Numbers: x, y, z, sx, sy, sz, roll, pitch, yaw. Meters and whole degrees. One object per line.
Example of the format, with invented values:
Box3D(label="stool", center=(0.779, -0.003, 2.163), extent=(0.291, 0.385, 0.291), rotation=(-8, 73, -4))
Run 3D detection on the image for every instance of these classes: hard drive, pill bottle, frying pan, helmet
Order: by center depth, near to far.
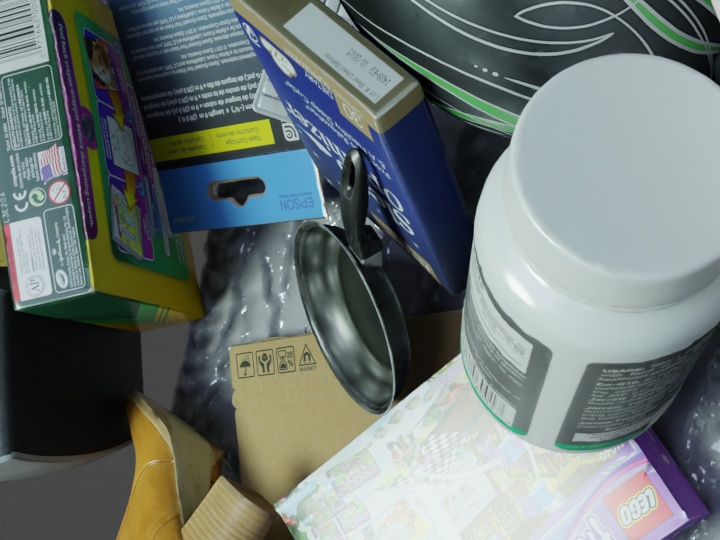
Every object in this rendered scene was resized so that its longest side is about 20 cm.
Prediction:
Box3D(label="pill bottle", center=(0.103, 0.000, 0.605), extent=(0.200, 0.113, 0.113), rotation=(89, 157, -67))
Box3D(label="helmet", center=(0.087, -0.151, 0.649), extent=(0.191, 0.199, 0.201), rotation=(36, 114, 47))
Box3D(label="frying pan", center=(-0.008, -0.007, 0.759), extent=(0.115, 0.031, 0.191), rotation=(43, 147, 49))
Box3D(label="hard drive", center=(-0.195, 0.064, 0.904), extent=(0.042, 0.200, 0.136), rotation=(-4, 87, 16))

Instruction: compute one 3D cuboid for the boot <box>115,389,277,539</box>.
Box3D(label="boot", center=(-0.138, 0.168, 0.876), extent=(0.144, 0.071, 0.201), rotation=(-55, 34, -1))

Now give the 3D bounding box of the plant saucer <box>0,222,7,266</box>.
Box3D(label="plant saucer", center=(-0.237, -0.094, 0.914), extent=(0.048, 0.200, 0.201), rotation=(1, 53, 14))

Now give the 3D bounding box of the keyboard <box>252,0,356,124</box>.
Box3D(label="keyboard", center=(-0.006, -0.178, 0.798), extent=(0.011, 0.056, 0.201), rotation=(-159, 86, -71))

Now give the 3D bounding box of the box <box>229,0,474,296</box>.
Box3D(label="box", center=(0.007, -0.061, 0.727), extent=(0.032, 0.200, 0.121), rotation=(-42, 57, -7))

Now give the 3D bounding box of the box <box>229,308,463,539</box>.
Box3D(label="box", center=(0.001, 0.115, 0.835), extent=(0.199, 0.021, 0.164), rotation=(-11, 83, 41))

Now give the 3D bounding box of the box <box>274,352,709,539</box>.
Box3D(label="box", center=(0.063, 0.126, 0.739), extent=(0.200, 0.039, 0.137), rotation=(-40, 68, 22))

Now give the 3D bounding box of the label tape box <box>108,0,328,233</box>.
Box3D(label="label tape box", center=(-0.076, -0.132, 0.866), extent=(0.144, 0.063, 0.201), rotation=(-3, 106, 42))

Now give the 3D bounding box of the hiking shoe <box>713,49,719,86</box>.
Box3D(label="hiking shoe", center=(0.186, -0.005, 0.611), extent=(0.087, 0.074, 0.201), rotation=(-17, 96, 47))

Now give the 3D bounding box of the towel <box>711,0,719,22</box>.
Box3D(label="towel", center=(0.191, -0.091, 0.552), extent=(0.032, 0.191, 0.201), rotation=(-29, 73, 36))

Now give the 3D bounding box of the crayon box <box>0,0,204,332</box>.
Box3D(label="crayon box", center=(-0.170, -0.069, 0.885), extent=(0.058, 0.173, 0.201), rotation=(-13, 80, 12))
